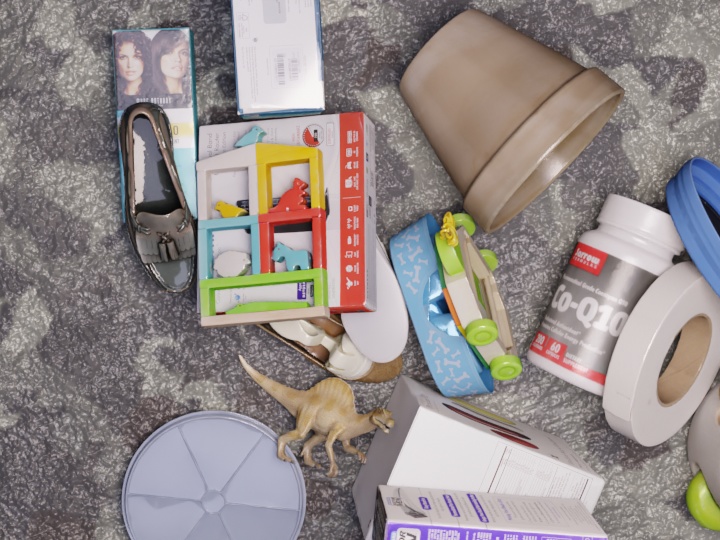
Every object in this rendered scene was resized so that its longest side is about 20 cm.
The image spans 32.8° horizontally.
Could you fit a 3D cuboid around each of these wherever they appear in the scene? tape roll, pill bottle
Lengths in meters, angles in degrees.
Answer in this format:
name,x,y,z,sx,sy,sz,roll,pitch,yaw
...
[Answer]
name,x,y,z,sx,sy,sz,roll,pitch,yaw
tape roll,0.326,0.089,1.288,0.037,0.203,0.203,27,94,37
pill bottle,0.267,0.026,1.306,0.114,0.114,0.200,23,94,-6

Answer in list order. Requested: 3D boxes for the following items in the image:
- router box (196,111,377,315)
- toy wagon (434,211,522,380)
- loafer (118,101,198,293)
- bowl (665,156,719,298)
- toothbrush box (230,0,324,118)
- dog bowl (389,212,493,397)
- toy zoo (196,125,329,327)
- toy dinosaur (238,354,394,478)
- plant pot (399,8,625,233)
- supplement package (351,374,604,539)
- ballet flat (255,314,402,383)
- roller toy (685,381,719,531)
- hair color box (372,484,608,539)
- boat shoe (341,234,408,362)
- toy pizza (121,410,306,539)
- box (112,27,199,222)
name,x,y,z,sx,sy,sz,roll,pitch,yaw
router box,-0.075,-0.053,1.253,0.179,0.049,0.200,-4,80,14
toy wagon,0.113,0.014,1.250,0.040,0.155,0.200,-22,138,16
loafer,-0.209,-0.071,1.239,0.072,0.063,0.200,-12,97,-5
bowl,0.389,-0.025,1.277,0.039,0.201,0.201,-36,98,30
toothbrush box,-0.082,-0.225,1.215,0.085,0.200,0.147,-3,95,-4
dog bowl,0.084,0.041,1.291,0.050,0.111,0.200,-20,83,13
toy zoo,-0.099,-0.047,1.222,0.131,0.020,0.200,-5,80,15
toy dinosaur,-0.049,0.160,1.316,0.200,0.058,0.101,16,86,27
plant pot,0.140,-0.167,1.256,0.200,0.200,0.174,-45,79,1
supplement package,0.115,0.223,1.276,0.200,0.191,0.147,22,93,-6
ballet flat,-0.045,0.070,1.309,0.200,0.072,0.068,33,101,-7
roller toy,0.460,0.198,1.323,0.182,0.140,0.200,8,94,-5
hair color box,0.114,0.248,1.127,0.200,0.109,0.065,6,96,-4
boat shoe,0.000,0.000,1.302,0.072,0.066,0.200,-26,87,11
toy pizza,-0.159,0.249,1.340,0.200,0.032,0.200,0,96,-3
box,-0.212,-0.152,1.288,0.082,0.049,0.200,-3,96,-4
